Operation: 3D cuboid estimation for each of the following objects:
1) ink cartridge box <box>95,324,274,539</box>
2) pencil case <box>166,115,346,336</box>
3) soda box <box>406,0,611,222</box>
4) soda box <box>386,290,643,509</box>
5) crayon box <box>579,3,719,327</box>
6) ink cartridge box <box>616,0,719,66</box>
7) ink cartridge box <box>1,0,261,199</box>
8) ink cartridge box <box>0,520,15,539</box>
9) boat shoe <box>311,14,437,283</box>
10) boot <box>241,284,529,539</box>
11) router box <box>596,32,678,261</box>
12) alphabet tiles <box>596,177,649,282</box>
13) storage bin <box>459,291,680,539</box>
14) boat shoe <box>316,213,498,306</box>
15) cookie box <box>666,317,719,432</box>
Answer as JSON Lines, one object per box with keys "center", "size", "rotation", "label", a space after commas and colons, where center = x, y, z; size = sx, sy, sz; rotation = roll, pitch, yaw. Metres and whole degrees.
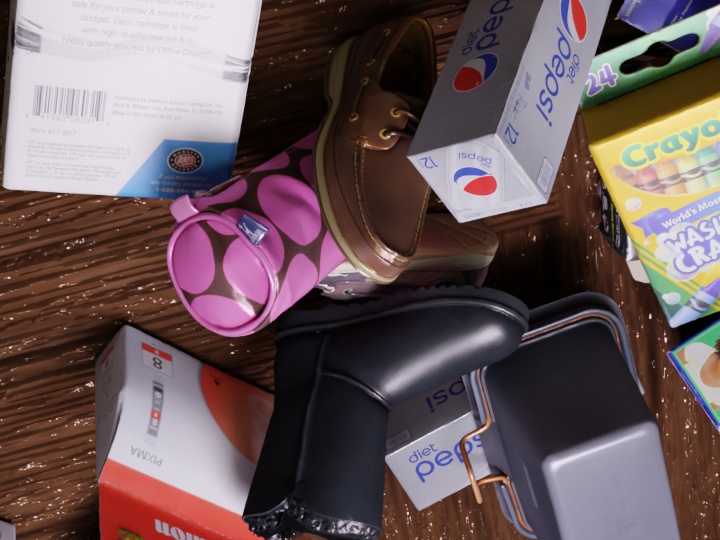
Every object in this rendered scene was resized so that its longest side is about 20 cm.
{"center": [-0.108, 0.141, 1.036], "size": [0.162, 0.200, 0.050], "rotation": [29, 113, -27], "label": "ink cartridge box"}
{"center": [-0.040, -0.040, 0.957], "size": [0.091, 0.200, 0.094], "rotation": [-36, 92, 38], "label": "pencil case"}
{"center": [0.098, -0.127, 0.926], "size": [0.068, 0.200, 0.063], "rotation": [-12, 132, 38], "label": "soda box"}
{"center": [0.111, 0.101, 1.139], "size": [0.200, 0.063, 0.068], "rotation": [-28, 124, 4], "label": "soda box"}
{"center": [0.229, -0.066, 0.975], "size": [0.125, 0.052, 0.200], "rotation": [-22, 123, 15], "label": "crayon box"}
{"center": [0.278, -0.163, 0.973], "size": [0.200, 0.037, 0.095], "rotation": [25, 104, -14], "label": "ink cartridge box"}
{"center": [-0.144, -0.151, 0.917], "size": [0.146, 0.084, 0.200], "rotation": [4, 120, -17], "label": "ink cartridge box"}
{"center": [-0.353, 0.229, 1.062], "size": [0.200, 0.146, 0.084], "rotation": [23, 112, -25], "label": "ink cartridge box"}
{"center": [0.017, -0.085, 0.925], "size": [0.072, 0.200, 0.068], "rotation": [31, 133, -32], "label": "boat shoe"}
{"center": [0.018, 0.104, 1.001], "size": [0.200, 0.169, 0.076], "rotation": [-8, 150, 26], "label": "boot"}
{"center": [0.271, -0.099, 1.051], "size": [0.199, 0.062, 0.150], "rotation": [-10, 117, -6], "label": "router box"}
{"center": [0.281, -0.071, 1.109], "size": [0.200, 0.015, 0.196], "rotation": [-27, 116, 3], "label": "alphabet tiles"}
{"center": [0.153, 0.143, 1.047], "size": [0.145, 0.134, 0.200], "rotation": [-19, 122, -2], "label": "storage bin"}
{"center": [0.000, 0.000, 1.055], "size": [0.199, 0.072, 0.065], "rotation": [-4, 121, -15], "label": "boat shoe"}
{"center": [0.346, 0.050, 1.120], "size": [0.200, 0.075, 0.171], "rotation": [-35, 158, 9], "label": "cookie box"}
